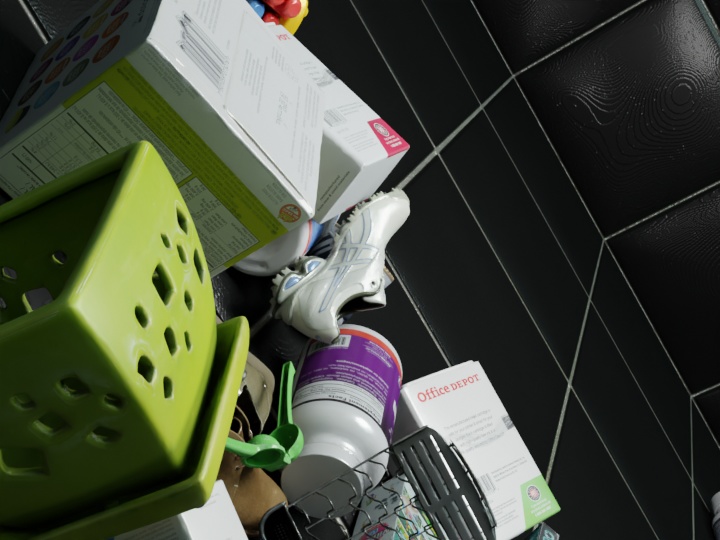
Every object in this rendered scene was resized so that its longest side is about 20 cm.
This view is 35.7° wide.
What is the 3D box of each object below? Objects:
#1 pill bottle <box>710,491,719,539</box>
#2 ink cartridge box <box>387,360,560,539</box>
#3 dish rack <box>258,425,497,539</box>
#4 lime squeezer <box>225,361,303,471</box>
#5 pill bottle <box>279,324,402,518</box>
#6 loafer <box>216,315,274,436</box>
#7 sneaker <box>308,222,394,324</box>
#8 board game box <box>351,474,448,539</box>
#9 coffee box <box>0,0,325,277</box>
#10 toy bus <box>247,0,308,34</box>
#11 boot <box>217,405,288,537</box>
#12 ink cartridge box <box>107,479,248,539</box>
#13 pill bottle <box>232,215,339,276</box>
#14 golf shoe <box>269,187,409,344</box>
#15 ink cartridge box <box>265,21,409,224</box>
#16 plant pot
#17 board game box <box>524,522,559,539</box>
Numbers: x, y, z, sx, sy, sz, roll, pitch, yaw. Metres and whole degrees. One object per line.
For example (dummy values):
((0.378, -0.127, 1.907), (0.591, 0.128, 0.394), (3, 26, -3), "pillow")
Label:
((0.859, 0.596, 2.517), (0.120, 0.119, 0.201), (45, 27, -37), "pill bottle")
((0.115, 0.220, 1.279), (0.145, 0.084, 0.201), (-12, 68, -46), "ink cartridge box")
((0.024, 0.234, 0.970), (0.154, 0.199, 0.055), (62, -17, 2), "dish rack")
((-0.076, 0.131, 0.916), (0.200, 0.038, 0.071), (-28, 110, -71), "lime squeezer")
((-0.022, 0.148, 1.103), (0.113, 0.112, 0.200), (53, 24, -21), "pill bottle")
((-0.136, 0.087, 0.970), (0.200, 0.076, 0.068), (38, 26, -45), "loafer")
((-0.044, 0.006, 1.297), (0.070, 0.108, 0.200), (48, -4, -25), "sneaker")
((0.050, 0.315, 1.106), (0.148, 0.064, 0.200), (57, 16, -10), "board game box")
((-0.170, -0.124, 0.973), (0.200, 0.197, 0.200), (46, 27, -29), "coffee box")
((-0.128, -0.311, 1.270), (0.192, 0.136, 0.200), (35, 2, 36), "toy bus")
((-0.112, 0.162, 0.942), (0.200, 0.075, 0.074), (46, 24, -38), "boot")
((-0.114, 0.262, 0.764), (0.201, 0.116, 0.067), (66, 22, 7), "ink cartridge box")
((-0.082, -0.075, 1.229), (0.113, 0.112, 0.200), (59, 22, -9), "pill bottle")
((0.000, 0.000, 1.163), (0.097, 0.200, 0.078), (37, -25, 18), "golf shoe")
((-0.065, -0.156, 1.150), (0.200, 0.083, 0.145), (43, 25, 7), "ink cartridge box")
((-0.189, 0.064, 0.734), (0.182, 0.199, 0.199), (57, 21, -27), "plant pot")
((0.150, 0.366, 1.201), (0.028, 0.135, 0.200), (41, 23, 2), "board game box")
